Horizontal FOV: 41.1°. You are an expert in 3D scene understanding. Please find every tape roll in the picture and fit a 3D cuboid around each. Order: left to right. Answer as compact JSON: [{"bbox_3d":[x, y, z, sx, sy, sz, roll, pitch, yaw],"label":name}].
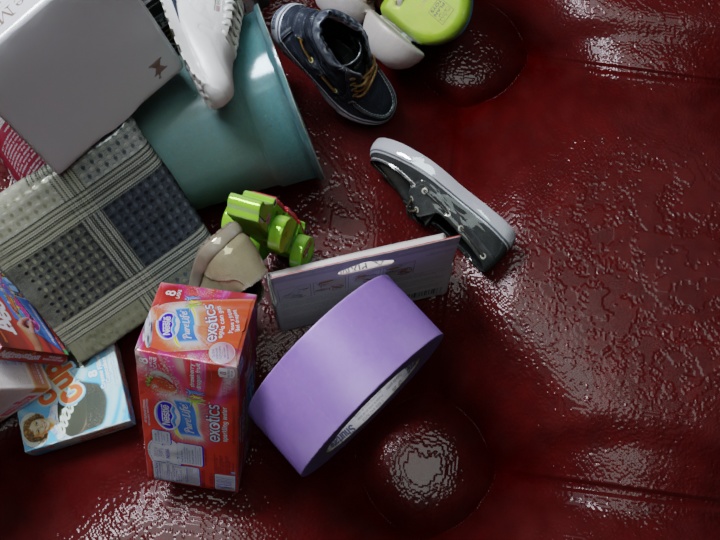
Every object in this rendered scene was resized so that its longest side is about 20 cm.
[{"bbox_3d":[-0.014,0.106,0.966,0.199,0.200,0.085,-42,78,-13],"label":"tape roll"}]

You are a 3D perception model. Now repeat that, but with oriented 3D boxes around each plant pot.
[{"bbox_3d":[-0.163,-0.159,1.055,0.193,0.200,0.203,-22,74,-1],"label":"plant pot"}]

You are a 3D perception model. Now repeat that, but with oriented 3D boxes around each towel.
[{"bbox_3d":[-0.266,-0.029,0.987,0.198,0.035,0.194,-34,118,-3],"label":"towel"}]

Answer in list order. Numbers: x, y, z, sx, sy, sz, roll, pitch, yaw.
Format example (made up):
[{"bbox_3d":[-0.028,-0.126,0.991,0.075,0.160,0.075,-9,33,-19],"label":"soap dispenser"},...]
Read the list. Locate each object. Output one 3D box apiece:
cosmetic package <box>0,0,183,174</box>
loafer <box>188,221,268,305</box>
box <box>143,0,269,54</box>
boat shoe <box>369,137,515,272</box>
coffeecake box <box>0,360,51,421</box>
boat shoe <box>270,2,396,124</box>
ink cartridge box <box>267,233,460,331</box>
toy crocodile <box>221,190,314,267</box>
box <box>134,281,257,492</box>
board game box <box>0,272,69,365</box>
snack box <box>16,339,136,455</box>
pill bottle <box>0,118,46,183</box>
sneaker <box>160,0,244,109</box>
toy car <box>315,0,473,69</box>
[{"bbox_3d":[-0.308,-0.242,0.910,0.167,0.167,0.200,-41,62,-6],"label":"cosmetic package"},{"bbox_3d":[-0.140,0.029,0.986,0.068,0.201,0.075,45,62,11],"label":"loafer"},{"bbox_3d":[-0.199,-0.313,1.111,0.199,0.158,0.050,-40,77,-13],"label":"box"},{"bbox_3d":[0.085,-0.075,1.094,0.199,0.069,0.057,37,76,7],"label":"boat shoe"},{"bbox_3d":[-0.425,0.122,0.927,0.152,0.200,0.074,-32,77,11],"label":"coffeecake box"},{"bbox_3d":[-0.009,-0.220,1.067,0.090,0.199,0.072,22,82,48],"label":"boat shoe"},{"bbox_3d":[0.000,0.000,1.011,0.196,0.174,0.044,-13,69,-5],"label":"ink cartridge box"},{"bbox_3d":[-0.093,-0.047,1.014,0.066,0.200,0.063,15,80,16],"label":"toy crocodile"},{"bbox_3d":[-0.158,0.118,0.950,0.098,0.202,0.096,8,43,1],"label":"box"},{"bbox_3d":[-0.386,0.015,0.991,0.019,0.103,0.201,-44,69,11],"label":"board game box"},{"bbox_3d":[-0.324,0.086,1.047,0.114,0.037,0.203,-16,74,-6],"label":"snack box"},{"bbox_3d":[-0.324,-0.115,1.060,0.112,0.113,0.201,-36,70,-12],"label":"pill bottle"},{"bbox_3d":[-0.151,-0.247,0.956,0.079,0.077,0.202,-18,59,-6],"label":"sneaker"},{"bbox_3d":[0.055,-0.342,1.136,0.200,0.150,0.176,43,105,15],"label":"toy car"}]
